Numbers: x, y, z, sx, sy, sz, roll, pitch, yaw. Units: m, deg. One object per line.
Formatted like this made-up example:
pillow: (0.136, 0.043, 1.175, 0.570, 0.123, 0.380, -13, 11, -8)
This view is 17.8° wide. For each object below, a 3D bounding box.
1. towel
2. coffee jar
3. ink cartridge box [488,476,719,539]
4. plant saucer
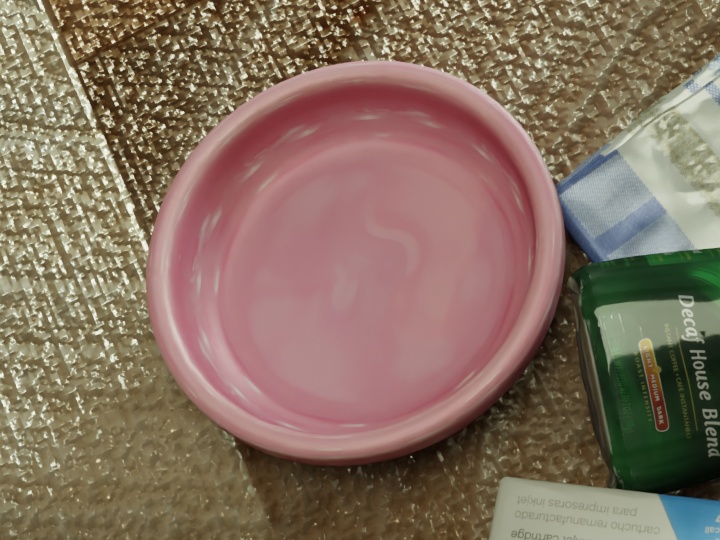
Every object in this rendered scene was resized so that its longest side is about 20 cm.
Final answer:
towel: (0.201, -0.043, 1.063, 0.200, 0.024, 0.147, -37, 65, 0)
coffee jar: (0.194, 0.030, 0.984, 0.199, 0.085, 0.105, -12, 88, 3)
ink cartridge box: (0.116, 0.199, 0.950, 0.146, 0.084, 0.201, 4, 69, 18)
plant saucer: (0.000, 0.000, 1.086, 0.200, 0.051, 0.201, -6, 66, 14)
